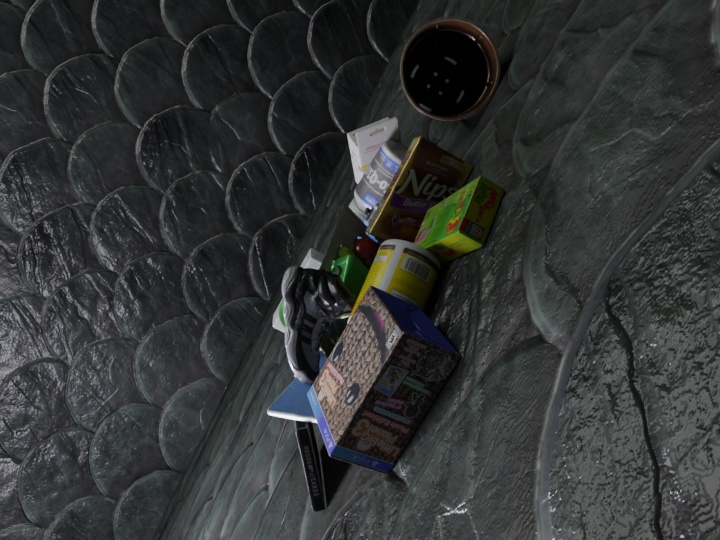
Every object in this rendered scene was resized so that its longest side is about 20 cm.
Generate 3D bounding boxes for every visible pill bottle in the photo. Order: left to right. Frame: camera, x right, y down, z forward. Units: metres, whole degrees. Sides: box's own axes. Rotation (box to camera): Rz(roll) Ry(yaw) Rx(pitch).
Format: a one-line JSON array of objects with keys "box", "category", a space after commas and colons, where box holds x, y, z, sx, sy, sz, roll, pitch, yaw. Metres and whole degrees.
[{"box": [0.055, -0.201, 1.654, 0.200, 0.114, 0.114, -57, 13, 27], "category": "pill bottle"}, {"box": [0.049, 0.058, 1.122, 0.200, 0.109, 0.109, -66, 12, -17], "category": "pill bottle"}]

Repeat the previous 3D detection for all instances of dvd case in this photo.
[{"box": [-0.091, 0.298, 1.191, 0.200, 0.025, 0.151, -116, 15, -76], "category": "dvd case"}]

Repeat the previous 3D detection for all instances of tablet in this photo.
[{"box": [-0.055, 0.187, 1.168, 0.130, 0.014, 0.200, 0, 30, 34], "category": "tablet"}]

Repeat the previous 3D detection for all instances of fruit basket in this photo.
[{"box": [0.000, 0.000, 1.288, 0.094, 0.185, 0.200, -27, 33, 32], "category": "fruit basket"}]

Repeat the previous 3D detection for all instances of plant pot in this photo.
[{"box": [0.176, -0.410, 1.453, 0.200, 0.200, 0.198, -61, 5, 6], "category": "plant pot"}]

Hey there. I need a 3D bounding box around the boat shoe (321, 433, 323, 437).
[{"box": [-0.022, 0.225, 1.186, 0.201, 0.063, 0.074, -70, -30, -73], "category": "boat shoe"}]

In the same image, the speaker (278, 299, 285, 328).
[{"box": [-0.087, 0.083, 1.488, 0.200, 0.088, 0.089, -7, -46, -58], "category": "speaker"}]

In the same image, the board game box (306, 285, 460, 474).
[{"box": [0.025, 0.151, 0.973, 0.200, 0.097, 0.159, -60, 24, 11], "category": "board game box"}]

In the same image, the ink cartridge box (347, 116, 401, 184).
[{"box": [0.038, -0.295, 1.689, 0.068, 0.116, 0.200, 58, 166, 38], "category": "ink cartridge box"}]

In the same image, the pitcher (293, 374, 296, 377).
[{"box": [-0.056, 0.162, 1.362, 0.172, 0.121, 0.200, 88, -163, -53], "category": "pitcher"}]

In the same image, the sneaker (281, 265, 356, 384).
[{"box": [-0.064, 0.088, 1.144, 0.075, 0.114, 0.200, 0, -97, -73], "category": "sneaker"}]

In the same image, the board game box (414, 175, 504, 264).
[{"box": [0.151, -0.072, 1.120, 0.102, 0.048, 0.200, -67, 12, -17], "category": "board game box"}]

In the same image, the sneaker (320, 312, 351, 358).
[{"box": [-0.035, 0.120, 1.215, 0.067, 0.200, 0.090, 68, -145, -45], "category": "sneaker"}]

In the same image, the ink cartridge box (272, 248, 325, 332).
[{"box": [-0.103, 0.071, 1.651, 0.200, 0.145, 0.084, -60, 13, 13], "category": "ink cartridge box"}]

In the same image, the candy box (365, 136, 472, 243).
[{"box": [0.107, -0.132, 1.271, 0.200, 0.117, 0.056, -63, 12, 0], "category": "candy box"}]

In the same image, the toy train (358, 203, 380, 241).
[{"box": [0.031, -0.049, 1.420, 0.200, 0.114, 0.087, -59, 13, 20], "category": "toy train"}]
